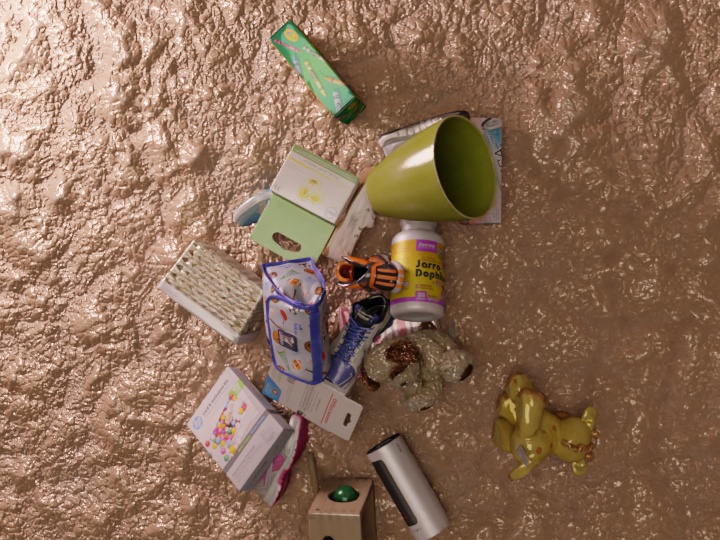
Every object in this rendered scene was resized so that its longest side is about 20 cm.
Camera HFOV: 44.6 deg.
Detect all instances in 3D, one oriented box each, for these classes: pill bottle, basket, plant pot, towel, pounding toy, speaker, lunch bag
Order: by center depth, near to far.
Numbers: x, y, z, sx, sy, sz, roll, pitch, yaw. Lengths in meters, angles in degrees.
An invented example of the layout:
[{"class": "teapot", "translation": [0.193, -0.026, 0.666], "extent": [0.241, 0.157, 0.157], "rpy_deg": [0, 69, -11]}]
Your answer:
[{"class": "plant pot", "translation": [0.114, -0.165, 1.602], "extent": [0.199, 0.187, 0.188], "rpy_deg": [-13, 89, 42]}, {"class": "lunch bag", "translation": [-0.114, 0.093, 1.615], "extent": [0.123, 0.200, 0.171], "rpy_deg": [-11, 118, -16]}, {"class": "pill bottle", "translation": [0.109, -0.009, 1.676], "extent": [0.104, 0.104, 0.201], "rpy_deg": [-2, 74, 11]}, {"class": "pounding toy", "translation": [-0.051, 0.483, 1.709], "extent": [0.141, 0.184, 0.201], "rpy_deg": [-1, 100, 10]}, {"class": "speaker", "translation": [0.095, 0.425, 1.719], "extent": [0.081, 0.081, 0.201], "rpy_deg": [-31, 87, 10]}, {"class": "towel", "translation": [0.061, 0.130, 1.744], "extent": [0.199, 0.030, 0.147], "rpy_deg": [-10, 90, 8]}, {"class": "basket", "translation": [-0.276, 0.040, 1.752], "extent": [0.200, 0.136, 0.124], "rpy_deg": [36, 94, 8]}]

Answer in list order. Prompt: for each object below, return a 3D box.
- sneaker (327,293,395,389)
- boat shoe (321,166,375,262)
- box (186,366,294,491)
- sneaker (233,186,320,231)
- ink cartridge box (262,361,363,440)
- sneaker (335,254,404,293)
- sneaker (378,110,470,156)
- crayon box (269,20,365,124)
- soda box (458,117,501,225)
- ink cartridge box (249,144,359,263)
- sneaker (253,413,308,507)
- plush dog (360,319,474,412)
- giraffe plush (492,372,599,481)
[{"class": "sneaker", "translation": [-0.009, 0.116, 1.657], "extent": [0.080, 0.115, 0.200], "rpy_deg": [32, 76, 16]}, {"class": "boat shoe", "translation": [-0.003, -0.107, 1.732], "extent": [0.069, 0.071, 0.201], "rpy_deg": [28, 92, -15]}, {"class": "box", "translation": [-0.243, 0.315, 1.760], "extent": [0.200, 0.041, 0.156], "rpy_deg": [42, 100, 34]}, {"class": "sneaker", "translation": [-0.149, -0.103, 1.749], "extent": [0.199, 0.080, 0.131], "rpy_deg": [-26, 86, 11]}, {"class": "ink cartridge box", "translation": [-0.083, 0.235, 1.729], "extent": [0.199, 0.068, 0.116], "rpy_deg": [29, 130, 9]}, {"class": "sneaker", "translation": [0.000, 0.000, 1.656], "extent": [0.111, 0.200, 0.078], "rpy_deg": [8, 86, -19]}, {"class": "sneaker", "translation": [0.135, -0.231, 1.684], "extent": [0.199, 0.075, 0.116], "rpy_deg": [-11, 101, 38]}, {"class": "crayon box", "translation": [-0.081, -0.382, 1.706], "extent": [0.058, 0.119, 0.200], "rpy_deg": [-40, 84, 9]}, {"class": "soda box", "translation": [0.227, -0.187, 1.672], "extent": [0.068, 0.064, 0.201], "rpy_deg": [-1, 93, -14]}, {"class": "ink cartridge box", "translation": [-0.110, -0.120, 1.688], "extent": [0.145, 0.048, 0.201], "rpy_deg": [28, 84, 4]}, {"class": "sneaker", "translation": [-0.171, 0.372, 1.765], "extent": [0.088, 0.081, 0.201], "rpy_deg": [26, 99, 10]}, {"class": "plush dog", "translation": [0.089, 0.165, 1.636], "extent": [0.200, 0.171, 0.161], "rpy_deg": [-47, 51, 47]}, {"class": "giraffe plush", "translation": [0.355, 0.299, 1.634], "extent": [0.161, 0.201, 0.173], "rpy_deg": [6, 126, -13]}]
